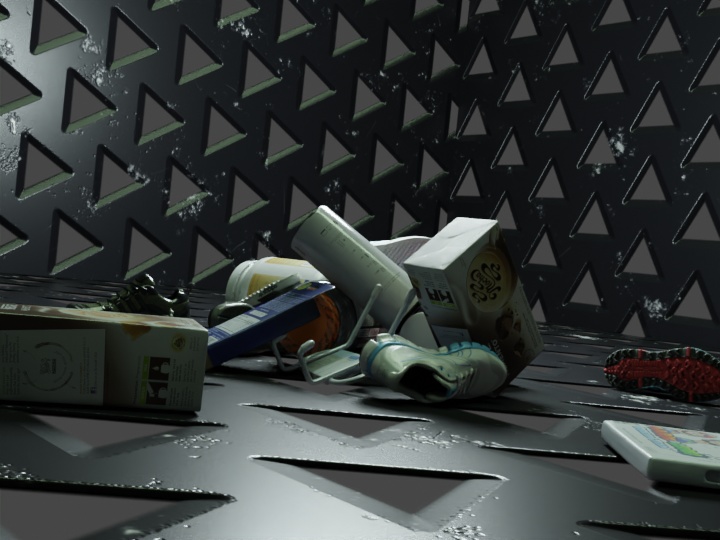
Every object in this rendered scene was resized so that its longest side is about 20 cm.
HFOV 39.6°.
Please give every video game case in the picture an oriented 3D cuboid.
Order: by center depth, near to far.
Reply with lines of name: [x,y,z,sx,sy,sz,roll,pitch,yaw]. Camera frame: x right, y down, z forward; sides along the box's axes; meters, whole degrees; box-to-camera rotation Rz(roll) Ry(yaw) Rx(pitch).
video game case: [0.330,0.172,0.915,0.181,0.024,0.200,6,0,3]

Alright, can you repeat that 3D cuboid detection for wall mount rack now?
wall mount rack: [-0.016,0.084,1.283,0.173,0.075,0.200,-22,11,-19]

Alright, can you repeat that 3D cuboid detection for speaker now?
speaker: [0.000,0.000,1.410,0.200,0.081,0.081,40,8,12]

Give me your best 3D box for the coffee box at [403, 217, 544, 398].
coffee box: [0.148,0.048,1.287,0.113,0.201,0.080,-38,28,-29]

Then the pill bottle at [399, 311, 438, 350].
pill bottle: [0.142,0.101,1.424,0.111,0.113,0.199,6,0,37]

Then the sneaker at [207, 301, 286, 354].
sneaker: [-0.191,0.086,1.510,0.113,0.077,0.199,4,-3,26]

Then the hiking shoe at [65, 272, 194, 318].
hiking shoe: [-0.361,0.051,1.567,0.199,0.102,0.076,6,0,-26]

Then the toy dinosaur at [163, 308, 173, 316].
toy dinosaur: [-0.319,0.087,1.452,0.198,0.048,0.088,7,15,16]

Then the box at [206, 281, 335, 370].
box: [-0.131,0.070,1.316,0.199,0.033,0.121,-26,10,-16]

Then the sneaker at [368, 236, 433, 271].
sneaker: [0.050,-0.018,1.525,0.198,0.075,0.082,1,7,-12]

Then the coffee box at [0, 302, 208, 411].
coffee box: [-0.253,0.081,0.950,0.198,0.080,0.114,6,0,-18]

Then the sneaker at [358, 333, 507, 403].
sneaker: [0.099,0.130,1.184,0.199,0.075,0.087,6,20,-29]

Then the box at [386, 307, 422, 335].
box: [0.115,0.056,1.491,0.039,0.201,0.136,38,20,35]

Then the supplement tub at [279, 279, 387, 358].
supplement tub: [-0.042,0.076,1.487,0.122,0.124,0.200,6,0,23]

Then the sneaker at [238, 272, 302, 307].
sneaker: [-0.160,0.087,1.633,0.199,0.100,0.069,-29,-1,30]

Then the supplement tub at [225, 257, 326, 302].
supplement tub: [-0.121,0.053,1.736,0.199,0.146,0.144,7,1,33]

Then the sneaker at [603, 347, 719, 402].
sneaker: [0.482,0.154,1.532,0.199,0.080,0.095,7,-1,41]
